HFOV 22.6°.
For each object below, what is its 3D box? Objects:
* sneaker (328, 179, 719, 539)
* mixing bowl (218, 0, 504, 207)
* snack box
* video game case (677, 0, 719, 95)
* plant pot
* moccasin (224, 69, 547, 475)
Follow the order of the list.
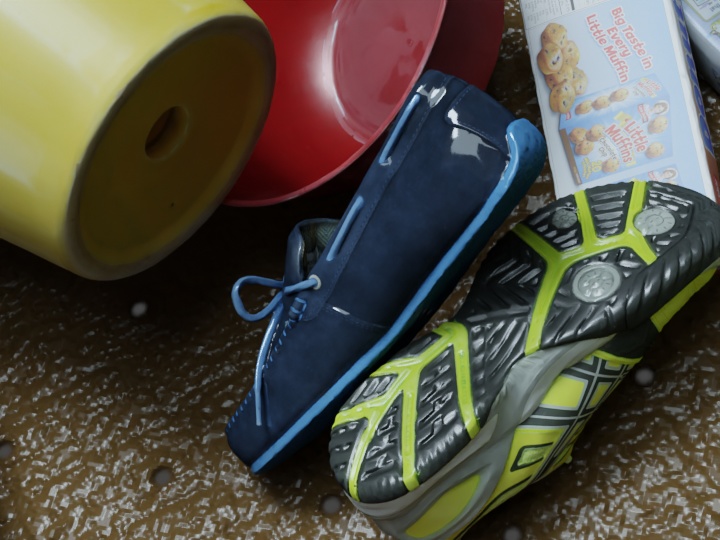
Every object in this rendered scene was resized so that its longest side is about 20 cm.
[{"bbox_3d":[0.076,0.038,0.763,0.200,0.077,0.075,-38,45,-7],"label":"sneaker"},{"bbox_3d":[-0.008,-0.119,0.845,0.199,0.108,0.202,-9,75,37],"label":"mixing bowl"},{"bbox_3d":[0.117,-0.087,0.828,0.071,0.024,0.201,-16,67,21],"label":"snack box"},{"bbox_3d":[0.233,-0.165,0.864,0.199,0.046,0.182,-33,55,-4],"label":"video game case"},{"bbox_3d":[-0.145,-0.100,0.773,0.188,0.201,0.201,34,72,22],"label":"plant pot"},{"bbox_3d":[0.000,0.000,0.769,0.068,0.080,0.200,42,111,9],"label":"moccasin"}]
